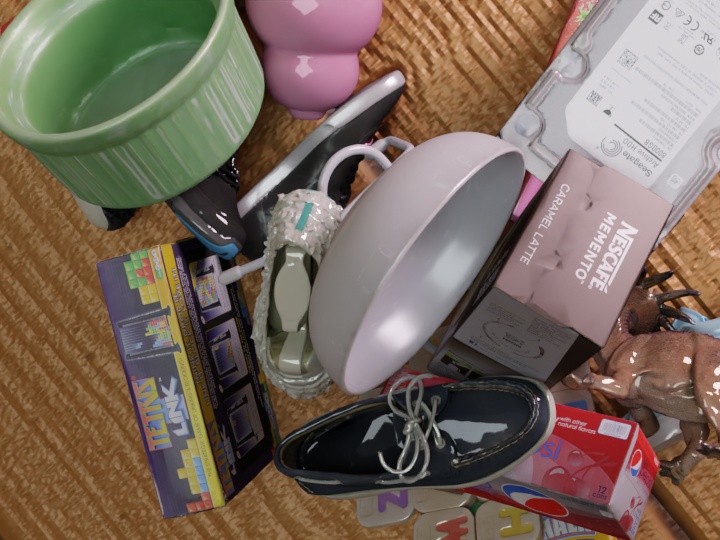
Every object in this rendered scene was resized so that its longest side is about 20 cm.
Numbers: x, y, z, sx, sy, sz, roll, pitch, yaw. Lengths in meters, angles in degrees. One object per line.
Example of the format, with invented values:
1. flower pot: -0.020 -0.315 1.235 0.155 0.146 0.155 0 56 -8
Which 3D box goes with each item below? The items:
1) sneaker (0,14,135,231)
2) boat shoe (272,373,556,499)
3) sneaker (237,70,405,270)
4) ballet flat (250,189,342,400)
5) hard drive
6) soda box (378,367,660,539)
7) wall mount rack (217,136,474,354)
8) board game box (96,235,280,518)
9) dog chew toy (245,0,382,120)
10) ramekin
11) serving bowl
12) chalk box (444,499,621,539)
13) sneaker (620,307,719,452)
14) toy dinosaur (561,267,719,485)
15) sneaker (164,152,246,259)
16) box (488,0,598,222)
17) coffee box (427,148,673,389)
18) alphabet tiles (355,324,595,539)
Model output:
1. sneaker: -0.254 -0.124 1.052 0.093 0.070 0.201 -17 97 35
2. boat shoe: 0.033 0.111 0.847 0.199 0.062 0.075 -13 69 27
3. sneaker: -0.016 -0.066 0.999 0.200 0.071 0.099 -43 94 14
4. ballet flat: -0.049 0.033 0.901 0.071 0.072 0.201 11 130 11
5. hard drive: 0.204 -0.126 0.855 0.140 0.038 0.200 39 103 3
6. soda box: 0.105 0.128 0.886 0.199 0.070 0.064 11 65 34
7. wall mount rack: 0.000 0.000 0.951 0.174 0.075 0.200 -42 119 -11
8. board game box: -0.131 0.075 0.988 0.056 0.165 0.201 -13 93 14
9. dog chew toy: -0.035 -0.217 0.959 0.124 0.125 0.201 7 106 12
10. ramekin: -0.170 -0.142 0.928 0.199 0.098 0.201 -13 50 16
11. serving bowl: 0.028 -0.015 0.842 0.066 0.200 0.200 37 103 17
12. chalk box: 0.148 0.232 0.945 0.123 0.124 0.201 -21 59 14
13. sneaker: 0.255 0.075 0.956 0.200 0.074 0.082 -37 70 11
14. toy dinosaur: 0.229 0.068 0.888 0.199 0.086 0.136 24 62 21
15. sneaker: -0.126 -0.098 0.981 0.082 0.073 0.200 -30 58 5
16. box: 0.180 -0.119 0.929 0.099 0.095 0.201 24 101 9
17. coffee box: 0.123 0.016 0.854 0.080 0.200 0.115 30 70 2
18. alphabet tiles: 0.085 0.126 0.955 0.195 0.015 0.201 -14 53 19
